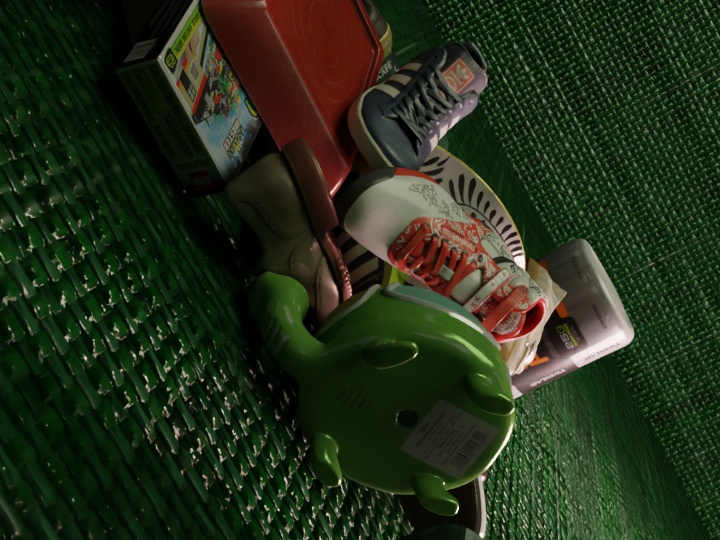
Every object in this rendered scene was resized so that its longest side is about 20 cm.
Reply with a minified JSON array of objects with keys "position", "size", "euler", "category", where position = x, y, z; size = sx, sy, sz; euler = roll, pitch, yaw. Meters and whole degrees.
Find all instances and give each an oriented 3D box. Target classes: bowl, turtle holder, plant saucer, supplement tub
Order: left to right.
[{"position":[-0.038,-0.183,0.902],"size":[0.200,0.037,0.200],"euler":[-75,147,-43],"category":"plant saucer"},{"position":[0.013,0.075,0.812],"size":[0.132,0.185,0.141],"euler":[-89,-179,-61],"category":"turtle holder"},{"position":[0.038,-0.018,1.042],"size":[0.094,0.200,0.201],"euler":[-46,116,-28],"category":"bowl"},{"position":[0.172,0.062,1.217],"size":[0.123,0.200,0.123],"euler":[56,15,-23],"category":"supplement tub"}]

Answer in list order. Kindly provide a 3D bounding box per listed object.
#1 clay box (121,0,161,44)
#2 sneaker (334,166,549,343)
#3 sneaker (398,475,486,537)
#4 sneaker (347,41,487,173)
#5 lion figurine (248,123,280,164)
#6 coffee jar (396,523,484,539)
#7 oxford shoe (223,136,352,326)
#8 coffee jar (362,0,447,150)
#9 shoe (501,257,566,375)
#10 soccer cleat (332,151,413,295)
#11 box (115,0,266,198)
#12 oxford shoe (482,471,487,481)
[{"position":[-0.142,-0.210,0.915],"size":[0.115,0.047,0.201],"euler":[42,25,-55],"category":"clay box"},{"position":[0.070,-0.006,0.874],"size":[0.201,0.067,0.108],"euler":[24,25,-51],"category":"sneaker"},{"position":[0.075,0.153,0.965],"size":[0.121,0.084,0.200],"euler":[32,31,-47],"category":"sneaker"},{"position":[0.054,-0.136,0.925],"size":[0.075,0.084,0.200],"euler":[51,29,-15],"category":"sneaker"},{"position":[-0.076,-0.166,0.983],"size":[0.201,0.072,0.122],"euler":[71,19,-1],"category":"lion figurine"},{"position":[0.030,0.224,0.619],"size":[0.085,0.104,0.200],"euler":[57,16,-10],"category":"coffee jar"},{"position":[-0.054,-0.017,0.850],"size":[0.200,0.075,0.071],"euler":[77,-11,-53],"category":"oxford shoe"},{"position":[0.007,-0.182,1.209],"size":[0.085,0.104,0.200],"euler":[37,-16,54],"category":"coffee jar"},{"position":[0.150,0.051,1.068],"size":[0.053,0.070,0.200],"euler":[38,33,-1],"category":"shoe"},{"position":[0.000,0.000,0.957],"size":[0.067,0.081,0.201],"euler":[16,77,-59],"category":"soccer cleat"},{"position":[-0.102,-0.158,0.837],"size":[0.200,0.035,0.110],"euler":[-73,145,-45],"category":"box"},{"position":[0.090,0.111,1.097],"size":[0.071,0.072,0.201],"euler":[45,23,-51],"category":"oxford shoe"}]
